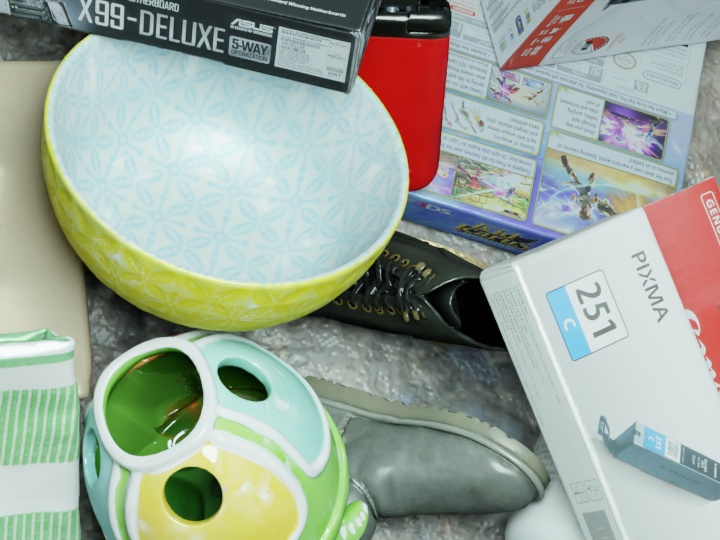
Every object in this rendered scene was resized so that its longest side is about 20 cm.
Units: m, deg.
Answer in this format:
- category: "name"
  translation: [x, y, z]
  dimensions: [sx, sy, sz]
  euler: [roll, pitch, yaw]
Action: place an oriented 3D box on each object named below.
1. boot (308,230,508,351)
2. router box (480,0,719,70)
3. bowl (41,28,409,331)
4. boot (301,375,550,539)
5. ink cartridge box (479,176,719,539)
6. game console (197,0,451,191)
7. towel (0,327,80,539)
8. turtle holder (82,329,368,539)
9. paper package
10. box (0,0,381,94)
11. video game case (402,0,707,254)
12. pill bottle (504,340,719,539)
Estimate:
- category: "boot"
  translation: [0.000, 0.000, 1.431]
  dimensions: [0.200, 0.138, 0.077]
  euler: [9, 93, -13]
- category: "router box"
  translation: [0.188, -0.187, 1.472]
  dimensions: [0.179, 0.200, 0.049]
  euler: [-10, 75, -20]
- category: "bowl"
  translation: [-0.082, -0.035, 1.369]
  dimensions: [0.200, 0.108, 0.200]
  euler: [10, 47, -11]
- category: "boot"
  translation: [-0.010, 0.167, 1.399]
  dimensions: [0.182, 0.073, 0.200]
  euler: [11, 57, 27]
- category: "ink cartridge box"
  translation: [0.178, 0.061, 1.396]
  dimensions: [0.176, 0.045, 0.200]
  euler: [-23, 91, -29]
- category: "game console"
  translation: [-0.051, -0.148, 1.470]
  dimensions: [0.200, 0.172, 0.119]
  euler: [2, 32, -2]
- category: "towel"
  translation: [-0.220, 0.128, 1.331]
  dimensions: [0.153, 0.023, 0.200]
  euler: [-5, 114, -17]
- category: "turtle holder"
  translation: [-0.084, 0.118, 1.342]
  dimensions: [0.141, 0.132, 0.186]
  euler: [-7, 55, 21]
- category: "paper package"
  translation: [-0.250, -0.011, 1.386]
  dimensions: [0.191, 0.103, 0.200]
  euler: [-1, 73, -17]
- category: "box"
  translation: [-0.080, -0.185, 1.382]
  dimensions: [0.200, 0.050, 0.158]
  euler: [14, 48, 5]
- category: "video game case"
  translation: [0.105, -0.101, 1.553]
  dimensions: [0.200, 0.045, 0.181]
  euler: [17, 68, -11]
- category: "pill bottle"
  translation: [0.146, 0.140, 1.454]
  dimensions: [0.114, 0.114, 0.200]
  euler: [26, 68, -8]
